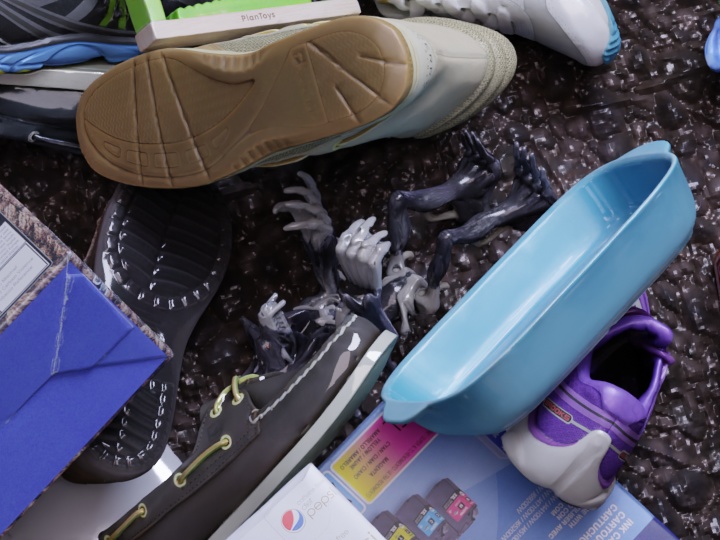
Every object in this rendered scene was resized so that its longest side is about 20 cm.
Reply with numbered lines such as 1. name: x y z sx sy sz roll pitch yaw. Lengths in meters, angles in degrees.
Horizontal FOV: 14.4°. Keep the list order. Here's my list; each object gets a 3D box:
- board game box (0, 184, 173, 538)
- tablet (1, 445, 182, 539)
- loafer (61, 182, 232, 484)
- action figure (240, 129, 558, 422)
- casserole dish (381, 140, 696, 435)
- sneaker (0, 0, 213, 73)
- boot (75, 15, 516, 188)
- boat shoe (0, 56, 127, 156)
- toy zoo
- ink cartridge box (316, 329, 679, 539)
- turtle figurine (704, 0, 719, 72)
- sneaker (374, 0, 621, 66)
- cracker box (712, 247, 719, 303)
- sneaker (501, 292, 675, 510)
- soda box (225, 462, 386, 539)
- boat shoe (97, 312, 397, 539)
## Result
1. board game box: -0.219 0.028 1.417 0.159 0.097 0.200 -46 45 -4
2. tablet: -0.177 0.100 1.499 0.130 0.014 0.200 -37 79 -11
3. loafer: -0.126 0.026 1.484 0.073 0.071 0.200 31 53 -19
4. action figure: 0.000 0.000 1.479 0.200 0.102 0.119 -39 36 -15
5. casserole dish: 0.092 0.016 1.403 0.200 0.121 0.039 -45 103 -17
6. sneaker: -0.142 -0.156 1.503 0.199 0.083 0.071 -14 33 -37
7. boot: -0.032 -0.091 1.490 0.200 0.155 0.073 -14 89 28
8. boat shoe: -0.212 -0.088 1.523 0.199 0.075 0.066 2 109 -6
9. toy zoo: -0.085 -0.217 1.498 0.131 0.020 0.200 -11 78 -35
10. ink cartridge box: 0.072 0.150 1.460 0.200 0.076 0.136 43 78 8
11. turtle figurine: 0.301 -0.146 1.510 0.194 0.144 0.200 34 80 4
12. sneaker: 0.052 -0.162 1.548 0.200 0.077 0.081 35 80 16
13. cracker box: 0.267 0.073 1.492 0.134 0.058 0.200 -7 74 -3
14. sneaker: 0.130 0.045 1.440 0.081 0.200 0.083 35 116 -11
15. soda box: -0.031 0.163 1.387 0.064 0.200 0.068 -41 79 -18
16. boat shoe: -0.059 0.090 1.421 0.061 0.072 0.201 42 114 6
